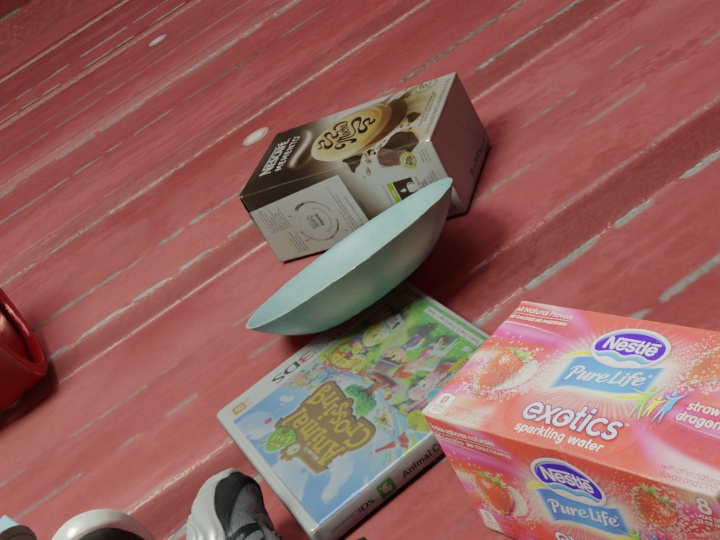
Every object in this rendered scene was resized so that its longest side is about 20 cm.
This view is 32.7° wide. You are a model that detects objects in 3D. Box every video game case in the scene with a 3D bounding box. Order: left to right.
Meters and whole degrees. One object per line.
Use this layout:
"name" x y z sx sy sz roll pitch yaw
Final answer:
"video game case" 0.002 0.090 0.869 0.181 0.022 0.200 -37 28 -10

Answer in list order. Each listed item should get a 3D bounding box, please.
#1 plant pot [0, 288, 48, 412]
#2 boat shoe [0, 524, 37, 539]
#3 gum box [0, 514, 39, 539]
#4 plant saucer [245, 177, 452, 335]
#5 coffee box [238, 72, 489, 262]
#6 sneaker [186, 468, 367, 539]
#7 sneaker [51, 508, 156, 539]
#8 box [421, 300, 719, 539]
"plant pot" -0.420 0.078 1.143 0.182 0.201 0.200 -42 28 -3
"boat shoe" -0.234 0.209 0.717 0.060 0.077 0.200 -20 5 5
"gum box" -0.255 0.264 0.818 0.170 0.045 0.199 -44 30 -23
"plant saucer" 0.000 0.000 0.965 0.200 0.039 0.201 -34 7 5
"coffee box" 0.004 -0.091 1.103 0.198 0.080 0.114 -15 32 29
"sneaker" -0.035 0.178 0.708 0.113 0.076 0.201 -26 33 8
"sneaker" -0.105 0.216 0.607 0.070 0.203 0.099 -18 33 -23
"box" 0.143 0.092 0.640 0.103 0.095 0.199 -44 29 -25
